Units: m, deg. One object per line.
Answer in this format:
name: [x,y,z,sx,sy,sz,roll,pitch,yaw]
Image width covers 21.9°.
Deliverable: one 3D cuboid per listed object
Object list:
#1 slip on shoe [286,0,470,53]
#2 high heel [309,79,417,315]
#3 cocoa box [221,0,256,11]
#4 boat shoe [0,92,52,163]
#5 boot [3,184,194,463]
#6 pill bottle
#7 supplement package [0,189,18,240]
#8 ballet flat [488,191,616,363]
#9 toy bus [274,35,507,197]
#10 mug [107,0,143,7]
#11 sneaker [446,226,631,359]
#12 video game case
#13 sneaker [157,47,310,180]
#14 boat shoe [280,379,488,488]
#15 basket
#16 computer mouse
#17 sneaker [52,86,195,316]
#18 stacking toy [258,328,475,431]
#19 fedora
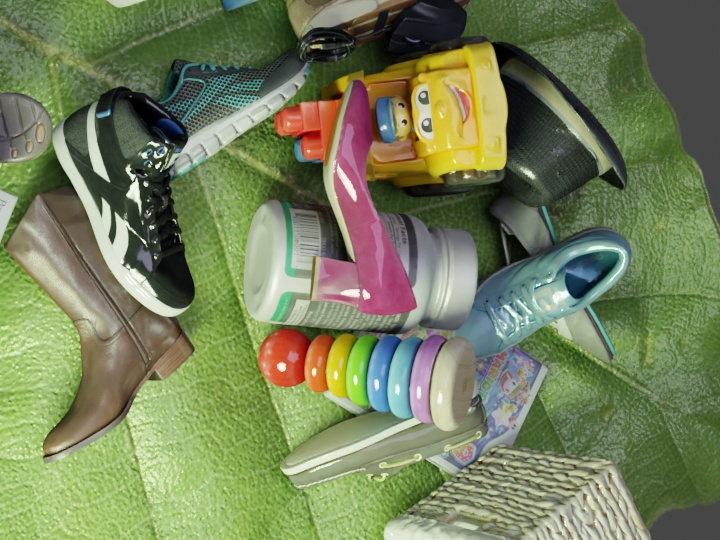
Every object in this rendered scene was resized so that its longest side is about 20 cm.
slip on shoe: [0.019,-0.258,1.789,0.199,0.076,0.061,-21,65,-26]
high heel: [0.014,-0.062,1.630,0.095,0.067,0.202,7,87,-7]
cocoa box: [-0.045,-0.342,1.722,0.199,0.133,0.132,-26,98,-24]
boat shoe: [-0.361,-0.123,1.593,0.199,0.073,0.075,9,91,-4]
boot: [-0.262,0.041,1.631,0.186,0.064,0.201,-44,109,-35]
pill bottle: [0.000,0.000,1.720,0.199,0.113,0.114,7,84,-17]
supplement package: [-0.383,0.016,1.525,0.110,0.156,0.201,24,76,-22]
ballet flat: [0.186,0.011,1.857,0.063,0.067,0.201,-26,98,3]
toy bus: [0.025,-0.137,1.713,0.191,0.200,0.137,-5,89,-18]
mug: [-0.230,-0.321,1.642,0.199,0.148,0.176,-20,104,5]
sneaker: [0.170,0.020,1.781,0.199,0.082,0.074,-35,95,1]
video game case: [0.076,0.107,1.813,0.199,0.018,0.144,33,73,-20]
sneaker: [-0.133,-0.162,1.704,0.200,0.078,0.092,-36,98,-24]
boat shoe: [0.025,0.163,1.742,0.201,0.072,0.061,-23,107,-7]
basket: [0.163,0.283,1.738,0.161,0.198,0.201,-38,110,-26]
computer mouse: [0.025,-0.218,1.754,0.199,0.059,0.034,-16,63,-34]
sneaker: [-0.181,-0.064,1.623,0.201,0.112,0.073,59,33,-4]
stacking toy: [0.001,0.090,1.705,0.199,0.085,0.086,8,80,20]
fedora: [0.163,-0.126,1.785,0.092,0.201,0.201,-42,104,-4]
